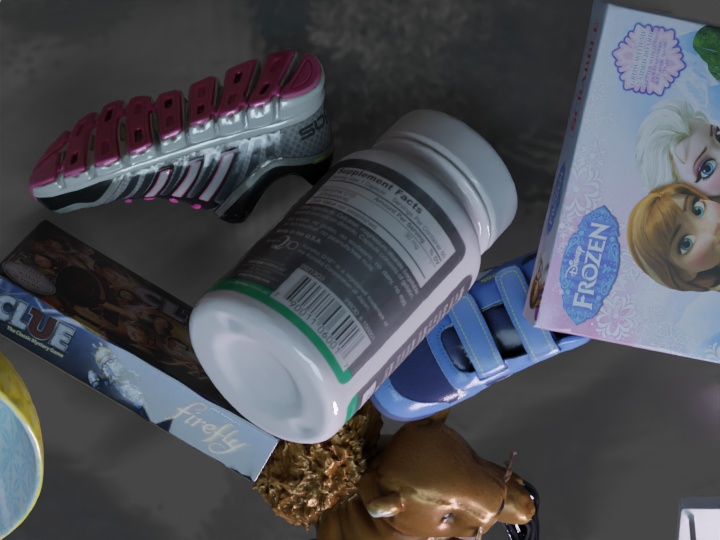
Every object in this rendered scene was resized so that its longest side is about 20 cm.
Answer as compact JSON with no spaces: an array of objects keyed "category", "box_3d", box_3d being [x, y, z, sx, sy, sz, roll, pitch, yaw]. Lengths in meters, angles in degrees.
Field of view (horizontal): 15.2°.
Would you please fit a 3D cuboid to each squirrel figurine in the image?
[{"category":"squirrel figurine","box_3d":[0.015,0.139,1.765,0.200,0.142,0.187,30,165,9]}]

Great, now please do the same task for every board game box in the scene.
[{"category":"board game box","box_3d":[0.216,-0.046,1.618,0.199,0.041,0.201,10,99,-8]},{"category":"board game box","box_3d":[-0.134,0.047,1.673,0.200,0.136,0.035,30,106,-2]}]

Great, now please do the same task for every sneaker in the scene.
[{"category":"sneaker","box_3d":[-0.104,-0.063,1.650,0.199,0.074,0.088,-18,123,10]},{"category":"sneaker","box_3d":[0.092,0.029,1.673,0.200,0.082,0.074,-28,96,-16]}]

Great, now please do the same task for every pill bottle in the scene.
[{"category":"pill bottle","box_3d":[0.000,0.000,1.611,0.113,0.200,0.113,30,147,23]}]

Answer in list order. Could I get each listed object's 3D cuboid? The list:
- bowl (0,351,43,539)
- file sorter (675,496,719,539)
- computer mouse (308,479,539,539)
[{"category":"bowl","box_3d":[-0.302,0.087,1.766,0.199,0.108,0.201,0,132,0]},{"category":"file sorter","box_3d":[0.293,0.272,1.911,0.138,0.125,0.200,0,132,2]},{"category":"computer mouse","box_3d":[0.037,0.203,1.904,0.199,0.046,0.141,-1,133,3]}]
